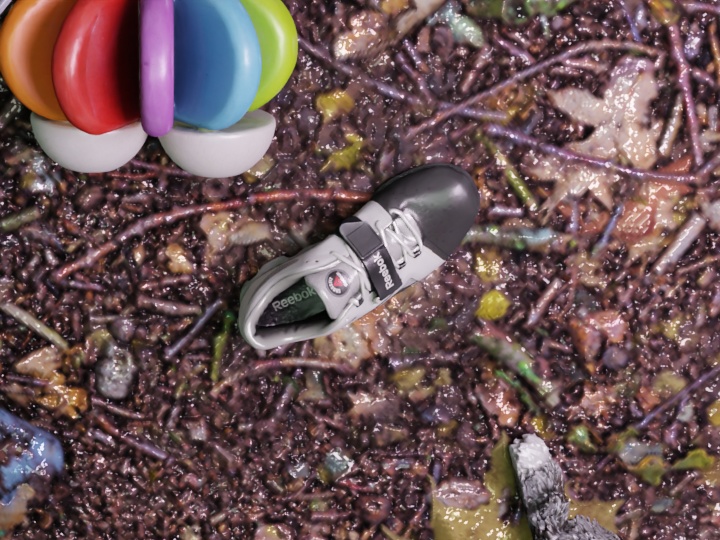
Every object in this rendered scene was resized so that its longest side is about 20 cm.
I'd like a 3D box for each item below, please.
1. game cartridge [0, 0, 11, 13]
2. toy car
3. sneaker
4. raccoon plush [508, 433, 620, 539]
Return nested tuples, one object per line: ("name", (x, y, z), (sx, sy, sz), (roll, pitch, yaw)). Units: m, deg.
("game cartridge", (-0.250, -0.247, 1.084), (0.133, 0.040, 0.201), (35, 84, 22))
("toy car", (-0.142, -0.145, 1.103), (0.197, 0.150, 0.177), (3, 108, 2))
("sneaker", (0.000, 0.000, 1.177), (0.199, 0.089, 0.074), (-34, 102, 11))
("raccoon plush", (0.199, 0.208, 1.234), (0.132, 0.097, 0.202), (-16, 106, -1))
